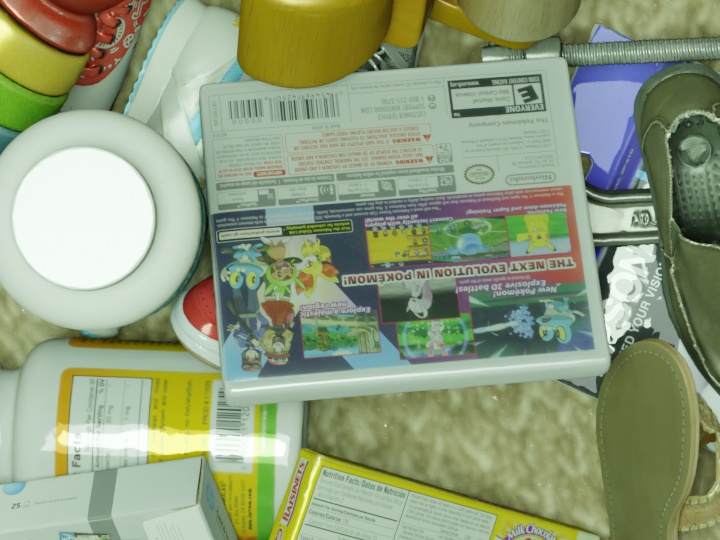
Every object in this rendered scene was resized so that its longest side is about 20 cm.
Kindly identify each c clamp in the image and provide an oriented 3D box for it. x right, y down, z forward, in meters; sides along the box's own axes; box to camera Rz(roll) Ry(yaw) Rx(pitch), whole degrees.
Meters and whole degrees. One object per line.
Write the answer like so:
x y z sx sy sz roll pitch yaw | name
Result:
0.161 -0.097 1.563 0.200 0.027 0.171 3 90 3 | c clamp

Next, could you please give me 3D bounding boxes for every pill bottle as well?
-0.130 0.093 1.569 0.200 0.111 0.111 2 90 1 | pill bottle
-0.135 -0.025 1.450 0.111 0.200 0.111 0 90 -1 | pill bottle

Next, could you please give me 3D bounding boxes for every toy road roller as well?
0.015 -0.159 1.489 0.200 0.123 0.146 19 63 5 | toy road roller

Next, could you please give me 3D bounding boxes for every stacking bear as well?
-0.188 -0.128 1.493 0.121 0.114 0.200 45 109 -2 | stacking bear

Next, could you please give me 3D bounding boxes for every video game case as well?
0.021 -0.022 1.493 0.200 0.023 0.182 -4 65 -4 | video game case

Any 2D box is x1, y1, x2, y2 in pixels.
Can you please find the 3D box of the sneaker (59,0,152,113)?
-0.147 -0.158 1.569 0.067 0.108 0.202 26 91 1 | sneaker

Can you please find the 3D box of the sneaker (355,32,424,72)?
0.002 -0.121 1.579 0.075 0.082 0.200 -6 88 1 | sneaker

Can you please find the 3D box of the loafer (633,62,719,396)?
0.193 -0.010 1.528 0.075 0.070 0.200 -20 102 8 | loafer

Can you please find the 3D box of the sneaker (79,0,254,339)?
-0.103 -0.050 1.587 0.081 0.077 0.200 23 93 0 | sneaker

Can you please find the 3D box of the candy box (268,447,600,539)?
0.035 0.169 1.558 0.200 0.026 0.102 19 90 -33 | candy box

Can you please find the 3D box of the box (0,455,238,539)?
-0.160 0.180 1.547 0.200 0.041 0.156 -10 130 11 | box

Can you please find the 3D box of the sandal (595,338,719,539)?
0.175 0.114 1.562 0.070 0.078 0.212 -19 130 -29 | sandal

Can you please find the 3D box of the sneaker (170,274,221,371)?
0.000 0.000 1.525 0.200 0.113 0.071 -3 53 -37 | sneaker

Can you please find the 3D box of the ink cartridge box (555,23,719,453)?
0.183 -0.013 1.598 0.200 0.043 0.198 24 91 2 | ink cartridge box
